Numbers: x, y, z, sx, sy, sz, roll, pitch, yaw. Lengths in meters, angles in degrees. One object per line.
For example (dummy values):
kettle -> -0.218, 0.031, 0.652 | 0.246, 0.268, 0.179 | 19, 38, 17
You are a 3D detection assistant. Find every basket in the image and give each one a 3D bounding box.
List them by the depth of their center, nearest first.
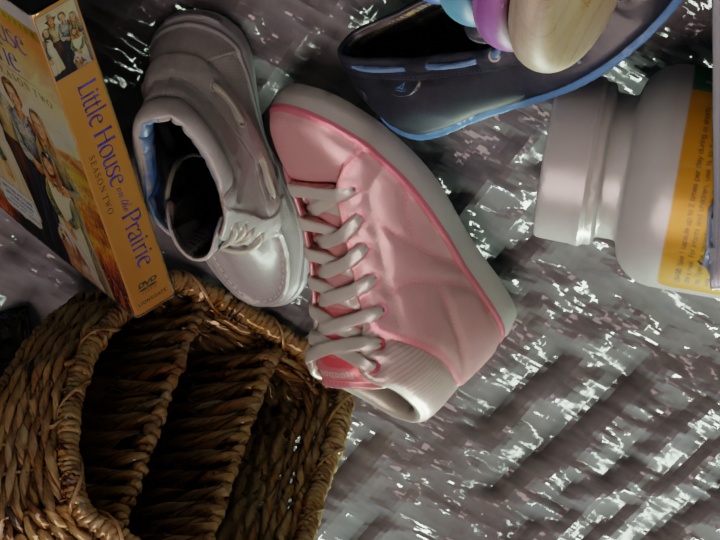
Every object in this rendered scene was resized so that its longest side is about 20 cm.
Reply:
basket -> -0.109, 0.093, 1.429 | 0.149, 0.200, 0.143 | -10, 128, 28

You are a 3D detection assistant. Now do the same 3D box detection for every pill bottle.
pill bottle -> 0.190, -0.040, 1.276 | 0.199, 0.113, 0.113 | 10, 135, 6

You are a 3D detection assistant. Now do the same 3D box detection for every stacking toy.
stacking toy -> 0.022, -0.164, 1.198 | 0.200, 0.085, 0.086 | 26, 140, 26

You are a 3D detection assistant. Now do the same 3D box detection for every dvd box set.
dvd box set -> -0.168, -0.085, 1.336 | 0.146, 0.029, 0.200 | 36, 151, 41

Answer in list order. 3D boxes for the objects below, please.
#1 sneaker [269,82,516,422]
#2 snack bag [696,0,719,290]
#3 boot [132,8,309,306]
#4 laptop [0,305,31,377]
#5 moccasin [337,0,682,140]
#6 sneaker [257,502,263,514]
sneaker -> 0.000, 0.000, 1.366 | 0.075, 0.105, 0.200 | 10, 145, 50
snack bag -> 0.256, -0.084, 1.195 | 0.199, 0.021, 0.189 | 0, 97, 7
boot -> -0.079, -0.033, 1.371 | 0.073, 0.096, 0.200 | -3, 132, 18
laptop -> -0.226, 0.146, 1.575 | 0.177, 0.201, 0.103 | -20, 160, 30
moccasin -> 0.070, -0.119, 1.255 | 0.200, 0.081, 0.068 | -28, 128, 34
sneaker -> -0.130, 0.163, 1.583 | 0.199, 0.084, 0.121 | 23, 135, -7
